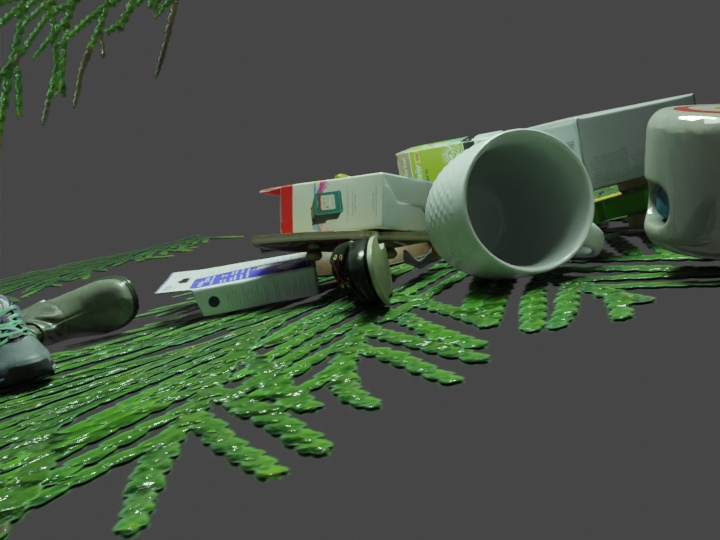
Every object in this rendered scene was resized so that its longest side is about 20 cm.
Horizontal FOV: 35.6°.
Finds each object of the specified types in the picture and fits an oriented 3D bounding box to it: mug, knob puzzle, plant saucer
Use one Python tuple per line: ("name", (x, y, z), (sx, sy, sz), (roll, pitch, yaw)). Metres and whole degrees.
("mug", (0.168, -0.055, 1.208), (0.199, 0.149, 0.175), (18, -10, -14))
("knob puzzle", (-0.037, -0.025, 1.363), (0.218, 0.031, 0.220), (-1, -3, 0))
("plant saucer", (0.015, -0.031, 1.609), (0.199, 0.037, 0.200), (-11, 8, 2))

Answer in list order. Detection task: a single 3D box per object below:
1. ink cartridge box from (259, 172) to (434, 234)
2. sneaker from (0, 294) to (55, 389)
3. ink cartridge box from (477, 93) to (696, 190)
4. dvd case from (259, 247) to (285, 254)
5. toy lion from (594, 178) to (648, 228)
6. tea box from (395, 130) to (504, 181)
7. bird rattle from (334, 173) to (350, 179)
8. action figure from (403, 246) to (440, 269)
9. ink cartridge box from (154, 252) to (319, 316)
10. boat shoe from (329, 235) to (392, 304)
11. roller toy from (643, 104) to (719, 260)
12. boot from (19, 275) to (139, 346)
("ink cartridge box", (-0.018, -0.074, 1.392), (0.199, 0.068, 0.116), (-4, -5, 38))
("sneaker", (-0.376, 0.072, 1.179), (0.074, 0.088, 0.200), (-15, 8, -28))
("ink cartridge box", (0.268, -0.141, 1.317), (0.199, 0.084, 0.175), (-15, 6, -33))
("dvd case", (-0.029, -0.055, 1.656), (0.199, 0.016, 0.148), (-6, 8, 35))
("toy lion", (0.337, -0.087, 1.484), (0.199, 0.069, 0.191), (-17, 2, -42))
("tea box", (0.183, -0.181, 2.129), (0.195, 0.135, 0.200), (-10, 7, 11))
("bird rattle", (0.030, -0.130, 2.279), (0.162, 0.114, 0.199), (8, 4, 35))
("action figure", (0.167, -0.069, 1.423), (0.192, 0.105, 0.200), (-2, 35, 25))
("ink cartridge box", (-0.153, 0.017, 1.442), (0.198, 0.044, 0.198), (-8, 7, -2))
("boat shoe", (0.000, 0.003, 1.210), (0.063, 0.074, 0.201), (-9, 1, 2))
("roller toy", (0.354, -0.078, 1.027), (0.199, 0.141, 0.182), (-12, 16, -41))
("boot", (-0.372, 0.069, 1.347), (0.199, 0.068, 0.131), (-16, 9, 26))
